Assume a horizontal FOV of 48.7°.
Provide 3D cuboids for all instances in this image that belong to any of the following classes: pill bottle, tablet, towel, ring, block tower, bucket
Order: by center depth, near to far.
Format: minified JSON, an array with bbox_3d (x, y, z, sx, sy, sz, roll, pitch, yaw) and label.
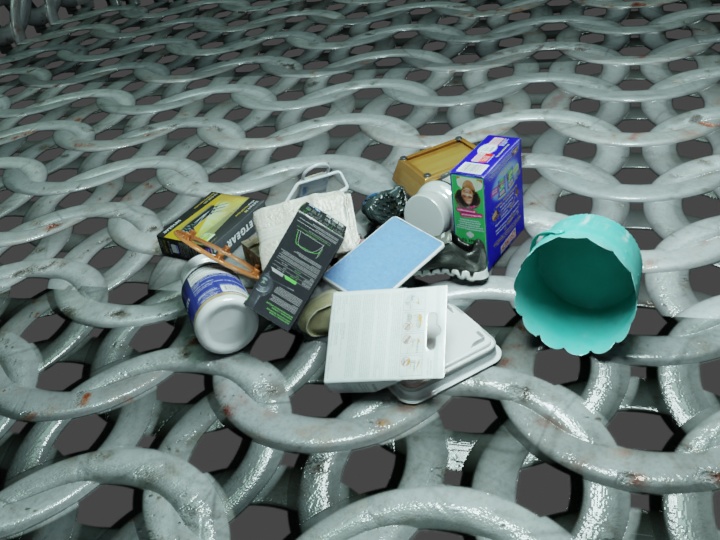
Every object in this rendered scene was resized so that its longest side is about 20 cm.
[{"bbox_3d":[0.354,0.016,1.280,0.205,0.210,0.135,7,27,24],"label":"bucket"},{"bbox_3d":[0.042,-0.016,1.422,0.130,0.014,0.200,31,58,33],"label":"tablet"},{"bbox_3d":[-0.264,0.054,1.455,0.115,0.117,0.200,-19,33,-14],"label":"pill bottle"},{"bbox_3d":[-0.103,-0.074,1.512,0.197,0.035,0.134,-14,68,5],"label":"towel"},{"bbox_3d":[-0.263,-0.033,1.519,0.200,0.200,0.019,31,93,45],"label":"ring"},{"bbox_3d":[-0.166,-0.009,1.577,0.054,0.058,0.200,-27,38,-23],"label":"block tower"},{"bbox_3d":[0.180,-0.136,1.595,0.115,0.118,0.199,17,31,34],"label":"pill bottle"}]

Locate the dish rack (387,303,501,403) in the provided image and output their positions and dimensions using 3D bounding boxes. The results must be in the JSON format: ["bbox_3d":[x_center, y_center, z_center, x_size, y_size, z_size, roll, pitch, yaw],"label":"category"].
[{"bbox_3d":[0.115,0.125,1.319,0.198,0.044,0.172,-23,36,-20],"label":"dish rack"}]

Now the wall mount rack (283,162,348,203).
[{"bbox_3d":[-0.115,-0.138,1.681,0.172,0.200,0.075,-20,69,-18],"label":"wall mount rack"}]

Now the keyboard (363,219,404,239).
[{"bbox_3d":[0.102,-0.058,1.613,0.198,0.021,0.127,14,42,30],"label":"keyboard"}]

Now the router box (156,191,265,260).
[{"bbox_3d":[-0.322,-0.095,1.747,0.156,0.053,0.200,11,39,28],"label":"router box"}]

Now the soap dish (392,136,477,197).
[{"bbox_3d":[0.189,-0.221,1.773,0.198,0.082,0.157,-22,35,-15],"label":"soap dish"}]

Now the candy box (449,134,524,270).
[{"bbox_3d":[0.245,-0.130,1.517,0.076,0.202,0.169,12,38,32],"label":"candy box"}]

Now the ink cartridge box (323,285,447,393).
[{"bbox_3d":[0.044,0.111,1.279,0.197,0.057,0.164,-2,62,15],"label":"ink cartridge box"}]

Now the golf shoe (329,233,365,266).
[{"bbox_3d":[0.000,0.000,1.517,0.092,0.073,0.200,-34,30,-6],"label":"golf shoe"}]

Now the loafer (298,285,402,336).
[{"bbox_3d":[-0.013,0.071,1.399,0.198,0.076,0.069,-19,40,-6],"label":"loafer"}]

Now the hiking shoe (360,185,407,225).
[{"bbox_3d":[0.038,-0.125,1.666,0.086,0.075,0.200,-14,6,21],"label":"hiking shoe"}]

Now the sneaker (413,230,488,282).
[{"bbox_3d":[0.143,-0.035,1.479,0.197,0.092,0.067,6,26,10],"label":"sneaker"}]

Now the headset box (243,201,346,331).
[{"bbox_3d":[-0.113,-0.005,1.393,0.092,0.201,0.174,30,9,-4],"label":"headset box"}]
